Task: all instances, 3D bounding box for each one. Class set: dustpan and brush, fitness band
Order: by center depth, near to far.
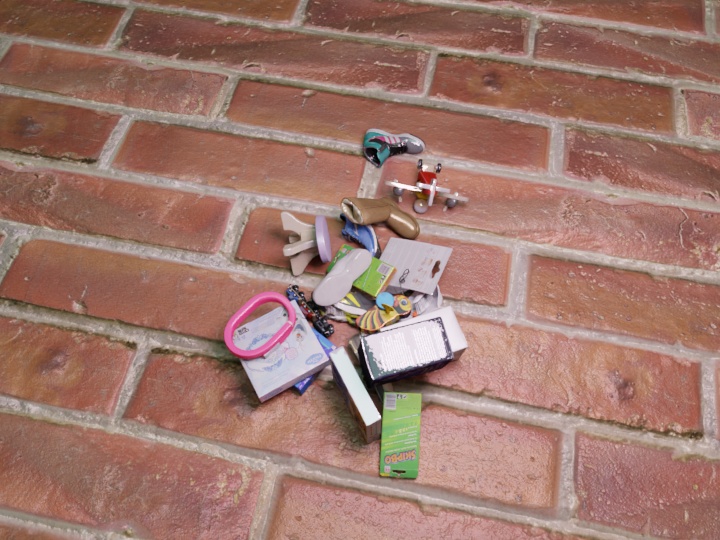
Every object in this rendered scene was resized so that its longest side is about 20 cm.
[{"bbox_3d":[-0.257,0.141,1.620,0.143,0.038,0.200,35,65,22],"label":"fitness band"},{"bbox_3d":[0.176,0.061,1.736,0.057,0.139,0.200,54,35,-9],"label":"dustpan and brush"}]

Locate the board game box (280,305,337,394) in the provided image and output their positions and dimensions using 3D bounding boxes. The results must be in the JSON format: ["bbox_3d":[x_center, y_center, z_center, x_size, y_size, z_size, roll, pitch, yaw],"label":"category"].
[{"bbox_3d":[-0.183,0.208,1.677,0.199,0.045,0.152,34,67,19],"label":"board game box"}]

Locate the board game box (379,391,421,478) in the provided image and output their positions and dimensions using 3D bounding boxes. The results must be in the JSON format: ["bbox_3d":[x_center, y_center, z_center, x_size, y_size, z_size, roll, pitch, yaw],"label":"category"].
[{"bbox_3d":[0.099,0.402,1.552,0.095,0.030,0.202,3,78,2],"label":"board game box"}]

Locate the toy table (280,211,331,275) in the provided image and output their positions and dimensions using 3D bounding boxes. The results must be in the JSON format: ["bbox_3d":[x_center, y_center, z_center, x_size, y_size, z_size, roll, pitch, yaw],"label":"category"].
[{"bbox_3d":[-0.150,-0.083,1.771,0.116,0.200,0.185,-10,95,3],"label":"toy table"}]

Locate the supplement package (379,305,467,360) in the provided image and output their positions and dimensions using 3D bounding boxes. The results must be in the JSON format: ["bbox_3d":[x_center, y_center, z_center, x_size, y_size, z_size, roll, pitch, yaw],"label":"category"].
[{"bbox_3d":[0.157,0.191,1.636,0.199,0.121,0.120,-18,69,-9],"label":"supplement package"}]

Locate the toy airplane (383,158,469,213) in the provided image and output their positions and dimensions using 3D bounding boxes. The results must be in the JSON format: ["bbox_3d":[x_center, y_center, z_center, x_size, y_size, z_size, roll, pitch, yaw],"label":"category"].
[{"bbox_3d":[0.195,-0.229,1.863,0.200,0.142,0.198,35,34,32],"label":"toy airplane"}]

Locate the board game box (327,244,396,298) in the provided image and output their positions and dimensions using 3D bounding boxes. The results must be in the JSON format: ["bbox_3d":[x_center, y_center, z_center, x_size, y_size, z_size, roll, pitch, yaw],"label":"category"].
[{"bbox_3d":[0.000,0.000,1.748,0.199,0.030,0.096,27,79,37],"label":"board game box"}]

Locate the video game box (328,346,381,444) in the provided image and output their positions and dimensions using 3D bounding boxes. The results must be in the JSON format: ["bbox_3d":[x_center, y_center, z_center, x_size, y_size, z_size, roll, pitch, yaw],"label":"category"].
[{"bbox_3d":[-0.013,0.307,1.544,0.047,0.183,0.201,-26,64,-10],"label":"video game box"}]

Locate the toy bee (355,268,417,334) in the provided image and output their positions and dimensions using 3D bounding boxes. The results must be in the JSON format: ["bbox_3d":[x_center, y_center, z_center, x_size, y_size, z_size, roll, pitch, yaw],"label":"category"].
[{"bbox_3d":[0.088,0.100,1.629,0.109,0.131,0.200,41,96,21],"label":"toy bee"}]

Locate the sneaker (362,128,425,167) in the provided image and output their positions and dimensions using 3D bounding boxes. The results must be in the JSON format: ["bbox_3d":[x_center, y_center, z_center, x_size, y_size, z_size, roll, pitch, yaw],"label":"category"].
[{"bbox_3d":[0.094,-0.374,1.972,0.198,0.084,0.121,13,57,16],"label":"sneaker"}]

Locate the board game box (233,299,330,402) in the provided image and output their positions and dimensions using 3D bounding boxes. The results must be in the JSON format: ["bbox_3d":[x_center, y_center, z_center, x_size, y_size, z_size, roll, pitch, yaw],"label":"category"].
[{"bbox_3d":[-0.211,0.204,1.628,0.199,0.043,0.200,-27,61,-13],"label":"board game box"}]

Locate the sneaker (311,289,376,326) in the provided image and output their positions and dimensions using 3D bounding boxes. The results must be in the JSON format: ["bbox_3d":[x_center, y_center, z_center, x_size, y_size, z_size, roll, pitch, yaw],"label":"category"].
[{"bbox_3d":[-0.039,0.095,1.734,0.199,0.075,0.085,23,46,11],"label":"sneaker"}]

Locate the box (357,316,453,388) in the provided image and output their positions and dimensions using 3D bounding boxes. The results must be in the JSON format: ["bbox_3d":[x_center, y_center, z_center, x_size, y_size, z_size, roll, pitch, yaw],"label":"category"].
[{"bbox_3d":[0.101,0.195,1.488,0.198,0.148,0.105,-14,74,-7],"label":"box"}]

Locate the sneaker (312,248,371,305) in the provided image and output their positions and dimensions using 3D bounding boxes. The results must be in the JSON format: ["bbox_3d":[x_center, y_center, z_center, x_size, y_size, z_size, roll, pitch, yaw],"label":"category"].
[{"bbox_3d":[-0.060,0.016,1.707,0.200,0.075,0.088,-43,31,-17],"label":"sneaker"}]

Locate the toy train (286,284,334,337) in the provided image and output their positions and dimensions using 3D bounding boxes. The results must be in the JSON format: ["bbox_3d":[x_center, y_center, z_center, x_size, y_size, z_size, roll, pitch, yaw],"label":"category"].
[{"bbox_3d":[-0.143,0.110,1.727,0.046,0.034,0.200,-32,60,-21],"label":"toy train"}]

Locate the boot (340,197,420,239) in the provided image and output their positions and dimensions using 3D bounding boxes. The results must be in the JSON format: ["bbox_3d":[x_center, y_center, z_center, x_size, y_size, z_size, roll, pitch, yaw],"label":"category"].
[{"bbox_3d":[0.057,-0.145,1.796,0.175,0.066,0.199,42,27,24],"label":"boot"}]

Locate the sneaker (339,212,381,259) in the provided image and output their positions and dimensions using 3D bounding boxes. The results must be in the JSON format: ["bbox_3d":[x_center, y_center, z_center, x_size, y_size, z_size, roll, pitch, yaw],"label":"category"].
[{"bbox_3d":[-0.003,-0.102,1.839,0.089,0.079,0.201,-26,58,-1],"label":"sneaker"}]

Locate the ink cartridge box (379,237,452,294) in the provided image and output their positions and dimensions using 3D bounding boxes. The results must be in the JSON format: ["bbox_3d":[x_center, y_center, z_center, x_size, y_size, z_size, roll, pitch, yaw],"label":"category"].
[{"bbox_3d":[0.143,-0.006,1.759,0.199,0.050,0.163,13,60,28],"label":"ink cartridge box"}]

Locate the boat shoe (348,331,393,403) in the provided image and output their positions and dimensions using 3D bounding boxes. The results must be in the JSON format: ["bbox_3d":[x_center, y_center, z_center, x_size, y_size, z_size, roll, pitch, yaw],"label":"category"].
[{"bbox_3d":[0.028,0.256,1.639,0.060,0.072,0.203,-26,70,10],"label":"boat shoe"}]
